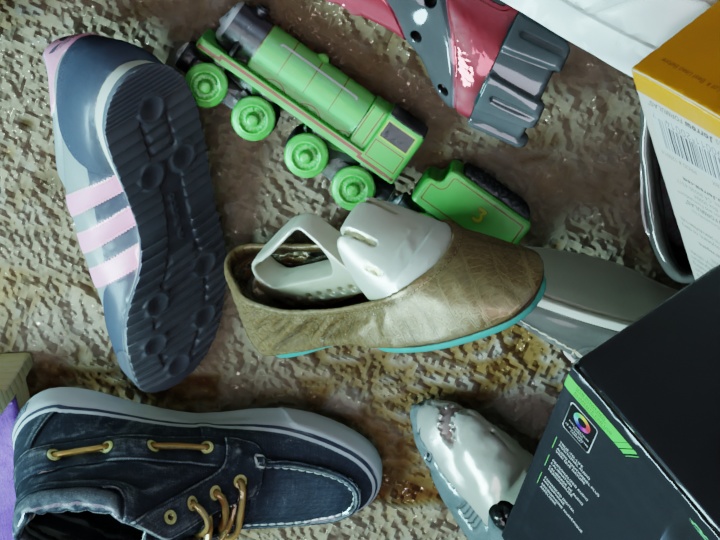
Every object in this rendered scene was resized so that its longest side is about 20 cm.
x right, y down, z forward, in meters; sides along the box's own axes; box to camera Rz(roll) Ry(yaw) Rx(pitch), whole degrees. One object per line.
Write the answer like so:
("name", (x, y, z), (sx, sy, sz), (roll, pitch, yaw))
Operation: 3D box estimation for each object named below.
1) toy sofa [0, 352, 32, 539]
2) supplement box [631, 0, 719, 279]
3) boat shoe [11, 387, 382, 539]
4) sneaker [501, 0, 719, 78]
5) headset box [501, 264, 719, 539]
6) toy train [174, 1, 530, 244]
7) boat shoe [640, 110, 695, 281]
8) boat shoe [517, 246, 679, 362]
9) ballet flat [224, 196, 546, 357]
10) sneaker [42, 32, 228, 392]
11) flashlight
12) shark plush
("toy sofa", (-0.211, 0.153, 1.151), (0.082, 0.098, 0.202), (-4, 113, 12))
("supplement box", (0.209, -0.037, 0.933), (0.126, 0.073, 0.201), (-38, 132, -14))
("boat shoe", (-0.084, 0.122, 1.097), (0.198, 0.091, 0.071), (7, 127, -10))
("sneaker", (0.093, -0.173, 0.947), (0.199, 0.074, 0.116), (32, 109, 22))
("headset box", (0.165, 0.122, 0.945), (0.174, 0.092, 0.200), (51, 156, 20))
("toy train", (-0.001, -0.063, 1.048), (0.199, 0.042, 0.057), (35, 106, -6))
("boat shoe", (0.165, -0.090, 0.985), (0.066, 0.057, 0.202), (5, 115, 8))
("boat shoe", (0.150, 0.039, 1.041), (0.198, 0.067, 0.057), (12, 119, -8))
("ballet flat", (0.000, 0.000, 1.022), (0.199, 0.068, 0.072), (-6, 130, 51))
("sneaker", (-0.118, -0.032, 1.078), (0.082, 0.070, 0.201), (33, 138, 39))
("flashlight", (0.002, -0.129, 1.005), (0.199, 0.068, 0.068), (24, 161, 2))
("shark plush", (0.089, 0.154, 1.134), (0.083, 0.091, 0.201), (2, 133, 36))
